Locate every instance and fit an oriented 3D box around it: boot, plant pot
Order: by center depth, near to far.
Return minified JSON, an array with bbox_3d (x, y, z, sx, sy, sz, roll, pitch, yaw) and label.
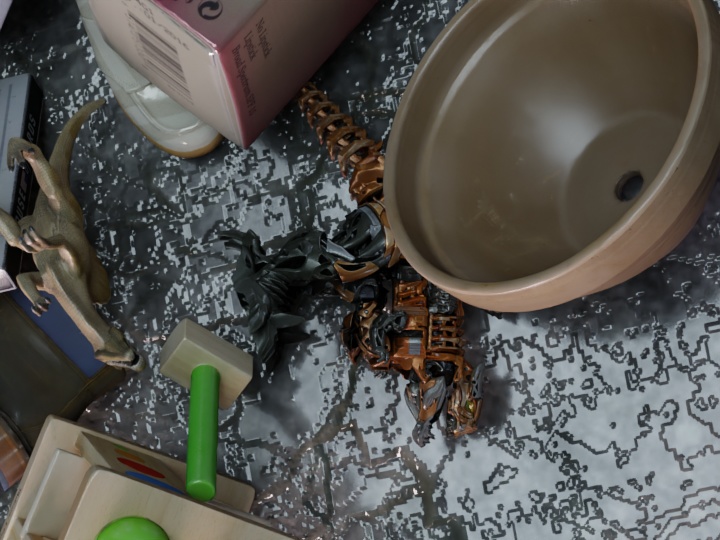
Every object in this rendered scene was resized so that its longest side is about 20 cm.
[{"bbox_3d":[0.115,-0.061,1.152,0.200,0.093,0.202,-22,52,32],"label":"plant pot"},{"bbox_3d":[-0.222,0.031,1.287,0.097,0.075,0.200,-36,62,-17],"label":"boot"}]

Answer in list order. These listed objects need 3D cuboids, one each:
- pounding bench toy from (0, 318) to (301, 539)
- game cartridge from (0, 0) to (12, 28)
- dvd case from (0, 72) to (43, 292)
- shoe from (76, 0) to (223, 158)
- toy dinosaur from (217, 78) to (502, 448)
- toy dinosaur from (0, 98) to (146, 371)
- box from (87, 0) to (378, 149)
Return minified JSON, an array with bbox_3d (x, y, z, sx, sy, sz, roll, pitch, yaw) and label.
[{"bbox_3d":[-0.102,0.132,1.159,0.124,0.156,0.201,22,90,-18],"label":"pounding bench toy"},{"bbox_3d":[-0.205,-0.230,1.271,0.041,0.133,0.201,18,89,-23],"label":"game cartridge"},{"bbox_3d":[-0.281,-0.032,1.280,0.199,0.025,0.151,-12,49,13],"label":"dvd case"},{"bbox_3d":[-0.134,-0.155,1.273,0.070,0.053,0.201,-27,77,12],"label":"shoe"},{"bbox_3d":[0.000,0.000,1.215,0.135,0.102,0.201,-19,60,-1],"label":"toy dinosaur"},{"bbox_3d":[-0.168,-0.025,1.219,0.058,0.101,0.201,-30,52,18],"label":"toy dinosaur"},{"bbox_3d":[-0.044,-0.187,1.184,0.109,0.128,0.200,37,77,16],"label":"box"}]
